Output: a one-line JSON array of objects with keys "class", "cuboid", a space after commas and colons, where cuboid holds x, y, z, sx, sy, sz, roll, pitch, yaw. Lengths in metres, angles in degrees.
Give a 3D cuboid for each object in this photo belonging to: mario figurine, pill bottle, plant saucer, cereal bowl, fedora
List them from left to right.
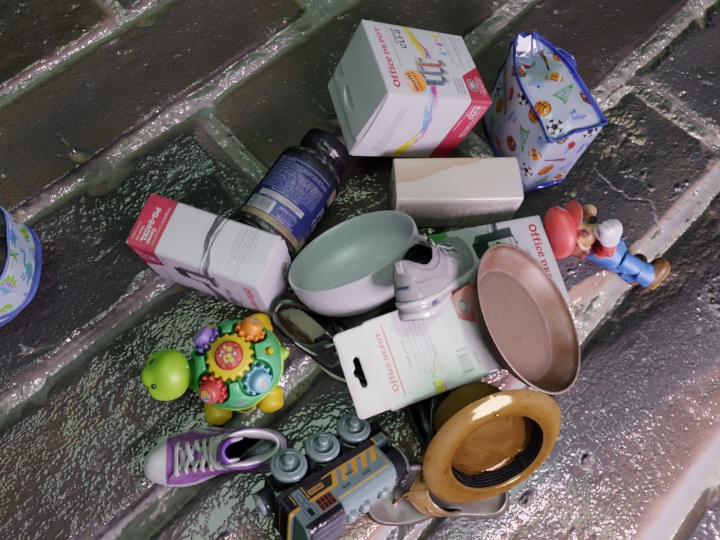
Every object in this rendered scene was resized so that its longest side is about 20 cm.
[{"class": "pill bottle", "cuboid": [-0.101, -0.121, 0.838, 0.111, 0.112, 0.201, 29, 71, 10]}, {"class": "cereal bowl", "cuboid": [0.000, 0.000, 0.777, 0.198, 0.084, 0.201, -21, 28, 11]}, {"class": "fedora", "cuboid": [0.154, 0.202, 0.669, 0.198, 0.202, 0.082, -20, 37, -9]}, {"class": "plant saucer", "cuboid": [0.208, 0.063, 0.687, 0.199, 0.037, 0.203, 20, 54, -31]}, {"class": "mario figurine", "cuboid": [0.369, -0.051, 0.802, 0.198, 0.123, 0.107, 25, 59, -12]}]

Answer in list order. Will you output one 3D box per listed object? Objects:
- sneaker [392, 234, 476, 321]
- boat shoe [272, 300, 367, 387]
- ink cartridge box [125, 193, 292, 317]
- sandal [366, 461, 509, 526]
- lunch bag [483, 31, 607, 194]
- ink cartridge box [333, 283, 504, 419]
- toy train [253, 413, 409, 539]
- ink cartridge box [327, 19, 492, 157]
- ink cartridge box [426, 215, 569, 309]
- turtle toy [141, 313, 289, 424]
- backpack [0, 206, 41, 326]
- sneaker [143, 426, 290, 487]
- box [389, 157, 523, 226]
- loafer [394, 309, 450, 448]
[{"class": "sneaker", "cuboid": [0.097, -0.012, 0.681, 0.074, 0.200, 0.083, -9, 107, 27]}, {"class": "boat shoe", "cuboid": [-0.042, 0.107, 0.774, 0.199, 0.068, 0.072, 30, 71, 8]}, {"class": "ink cartridge box", "cuboid": [-0.209, -0.017, 0.775, 0.198, 0.146, 0.084, 19, 70, 7]}, {"class": "sandal", "cuboid": [0.104, 0.298, 0.706, 0.197, 0.055, 0.083, 4, 68, 0]}, {"class": "lunch bag", "cuboid": [0.283, -0.257, 0.870, 0.123, 0.170, 0.202, -18, 69, -12]}, {"class": "ink cartridge box", "cuboid": [0.074, 0.108, 0.697, 0.198, 0.068, 0.118, -18, 76, -5]}, {"class": "toy train", "cuboid": [-0.030, 0.262, 0.666, 0.199, 0.086, 0.114, -18, 41, -38]}, {"class": "ink cartridge box", "cuboid": [0.073, -0.282, 0.855, 0.198, 0.145, 0.147, -6, 67, -29]}, {"class": "ink cartridge box", "cuboid": [0.191, 0.012, 0.807, 0.197, 0.083, 0.148, -11, 69, -6]}, {"class": "turtle toy", "cuboid": [-0.197, 0.133, 0.740, 0.197, 0.101, 0.147, -12, 69, -6]}, {"class": "backpack", "cuboid": [-0.566, 0.000, 0.759, 0.198, 0.147, 0.185, -14, 68, -3]}, {"class": "sneaker", "cuboid": [-0.195, 0.235, 0.694, 0.198, 0.114, 0.074, -9, 70, -4]}, {"class": "box", "cuboid": [0.149, -0.124, 0.856, 0.197, 0.095, 0.079, -1, 67, -3]}, {"class": "loafer", "cuboid": [0.080, 0.148, 0.751, 0.070, 0.068, 0.203, 1, 64, -44]}]
